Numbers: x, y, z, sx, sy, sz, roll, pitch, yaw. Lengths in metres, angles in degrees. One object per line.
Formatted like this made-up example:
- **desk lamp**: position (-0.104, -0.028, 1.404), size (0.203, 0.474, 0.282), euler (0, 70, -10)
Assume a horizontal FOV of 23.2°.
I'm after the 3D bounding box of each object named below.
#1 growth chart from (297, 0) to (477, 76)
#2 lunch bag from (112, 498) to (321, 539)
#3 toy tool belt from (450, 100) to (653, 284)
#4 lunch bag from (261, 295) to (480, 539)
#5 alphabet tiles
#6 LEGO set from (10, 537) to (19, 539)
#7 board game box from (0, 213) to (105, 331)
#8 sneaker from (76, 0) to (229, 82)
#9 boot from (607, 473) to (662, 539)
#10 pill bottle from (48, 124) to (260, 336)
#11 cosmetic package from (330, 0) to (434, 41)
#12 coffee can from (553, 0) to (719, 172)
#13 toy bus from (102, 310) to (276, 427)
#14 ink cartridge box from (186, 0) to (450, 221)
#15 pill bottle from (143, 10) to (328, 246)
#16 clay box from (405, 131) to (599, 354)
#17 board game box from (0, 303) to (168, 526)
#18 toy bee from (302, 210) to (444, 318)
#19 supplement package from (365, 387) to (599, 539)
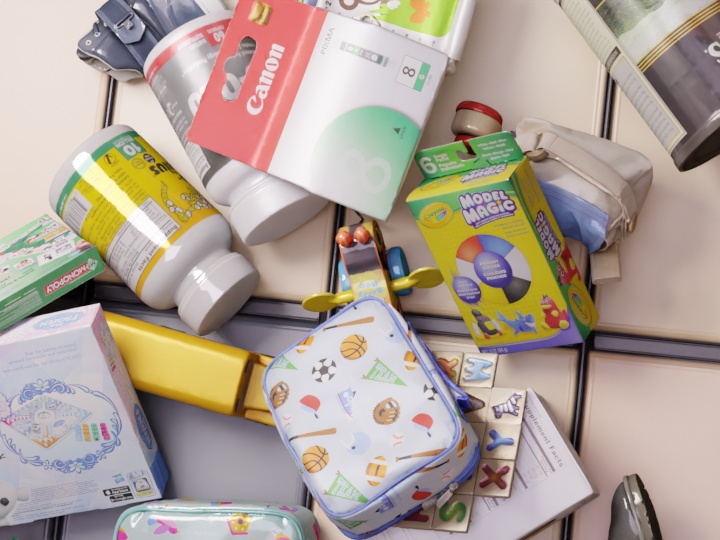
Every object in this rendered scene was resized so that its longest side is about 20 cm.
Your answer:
- **growth chart**: position (0.015, -0.254, 1.636), size (0.198, 0.018, 0.146), euler (7, 85, 8)
- **lunch bag**: position (-0.131, 0.296, 1.640), size (0.198, 0.077, 0.162), euler (1, 88, 11)
- **toy tool belt**: position (0.161, -0.070, 1.609), size (0.198, 0.125, 0.124), euler (19, 79, 13)
- **lunch bag**: position (0.013, 0.129, 1.537), size (0.159, 0.076, 0.201), euler (-33, 54, 2)
- **alphabet tiles**: position (0.048, 0.148, 1.558), size (0.198, 0.006, 0.168), euler (1, 64, 25)
- **LEGO set**: position (-0.326, 0.345, 1.628), size (0.153, 0.200, 0.116), euler (39, 93, -8)
- **board game box**: position (-0.352, 0.020, 1.646), size (0.199, 0.134, 0.029), euler (-31, 118, -19)
- **sneaker**: position (-0.243, -0.283, 1.731), size (0.146, 0.077, 0.203), euler (-39, 79, 1)
- **boot**: position (0.179, 0.287, 1.585), size (0.198, 0.073, 0.184), euler (-11, 94, 15)
- **pill bottle**: position (-0.193, -0.035, 1.675), size (0.200, 0.113, 0.113), euler (44, 92, 13)
- **cosmetic package**: position (0.024, -0.253, 1.679), size (0.103, 0.073, 0.202), euler (23, 88, 12)
- **coffee can**: position (0.288, -0.212, 1.587), size (0.146, 0.146, 0.201), euler (-36, 78, 5)
- **toy bus**: position (-0.159, 0.094, 1.671), size (0.198, 0.078, 0.066), euler (15, 86, 12)
- **ink cartridge box**: position (-0.038, -0.155, 1.584), size (0.198, 0.050, 0.162), euler (21, 91, -6)
- **pill bottle**: position (-0.114, -0.134, 1.670), size (0.113, 0.114, 0.201), euler (-31, 79, 6)
- **clay box**: position (0.123, -0.021, 1.576), size (0.114, 0.048, 0.201), euler (-11, 117, 37)
- **board game box**: position (-0.306, 0.141, 1.651), size (0.198, 0.044, 0.200), euler (-11, 120, 12)
- **toy bee**: position (0.000, 0.000, 1.638), size (0.130, 0.109, 0.201), euler (-34, 79, 7)
- **supplement package**: position (0.104, 0.207, 1.590), size (0.199, 0.114, 0.110), euler (-32, 77, 6)
